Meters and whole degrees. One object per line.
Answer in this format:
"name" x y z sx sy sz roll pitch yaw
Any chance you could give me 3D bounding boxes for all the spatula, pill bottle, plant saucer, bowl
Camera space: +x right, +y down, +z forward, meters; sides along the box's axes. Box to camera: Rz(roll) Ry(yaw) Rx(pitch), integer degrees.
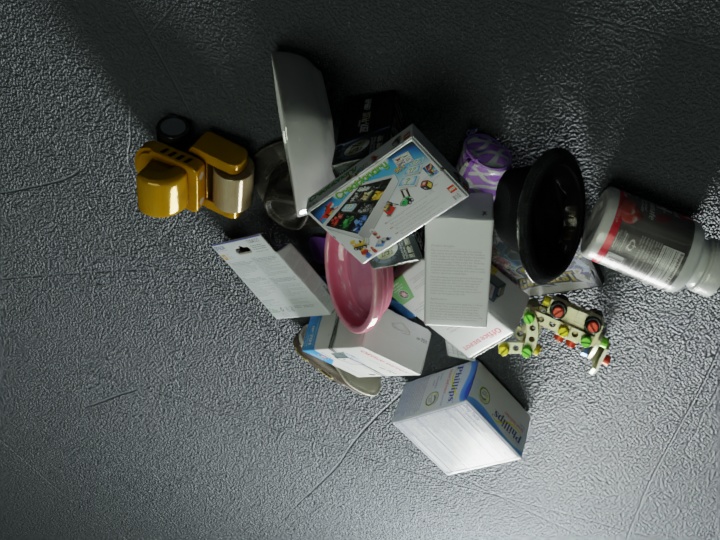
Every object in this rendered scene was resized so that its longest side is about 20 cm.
"spatula" -0.004 -0.039 1.660 0.196 0.021 0.057 -4 121 24
"pill bottle" 0.433 -0.036 1.390 0.197 0.112 0.112 22 139 2
"plant saucer" 0.000 0.000 1.571 0.050 0.203 0.202 -7 147 -25
"bowl" -0.081 -0.205 1.412 0.073 0.202 0.202 -8 135 -5

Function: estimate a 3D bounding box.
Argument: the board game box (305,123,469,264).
"board game box" 0.037 -0.102 1.320 0.198 0.035 0.126 -32 122 29

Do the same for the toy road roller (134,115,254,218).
"toy road roller" -0.286 -0.147 1.576 0.197 0.147 0.124 23 140 11

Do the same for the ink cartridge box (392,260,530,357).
"ink cartridge box" 0.160 0.039 1.587 0.199 0.088 0.145 39 146 -8

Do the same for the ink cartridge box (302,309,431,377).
"ink cartridge box" 0.009 0.129 1.721 0.145 0.087 0.199 27 161 -29

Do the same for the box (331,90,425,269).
"box" 0.035 -0.135 1.426 0.084 0.166 0.202 -10 131 16

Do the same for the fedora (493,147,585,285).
"fedora" 0.250 -0.083 1.382 0.091 0.201 0.202 15 143 39

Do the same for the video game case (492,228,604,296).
"video game case" 0.272 -0.031 1.537 0.197 0.026 0.182 -9 129 32

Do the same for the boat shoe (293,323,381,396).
"boat shoe" -0.047 0.184 1.880 0.199 0.072 0.059 37 144 -9

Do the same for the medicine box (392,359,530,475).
"medicine box" 0.197 0.290 1.848 0.198 0.104 0.182 -24 121 40

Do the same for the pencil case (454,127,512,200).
"pencil case" 0.160 -0.111 1.442 0.084 0.085 0.202 42 135 22

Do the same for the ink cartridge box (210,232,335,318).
"ink cartridge box" -0.155 0.003 1.718 0.201 0.043 0.195 51 151 -21

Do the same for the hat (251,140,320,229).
"hat" -0.106 -0.123 1.576 0.197 0.082 0.203 13 137 13

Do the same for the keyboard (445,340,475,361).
"keyboard" 0.174 0.092 1.723 0.055 0.011 0.202 6 135 20

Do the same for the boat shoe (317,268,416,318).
"boat shoe" 0.019 0.031 1.691 0.196 0.069 0.085 18 149 11

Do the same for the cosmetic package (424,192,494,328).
"cosmetic package" 0.146 -0.014 1.424 0.099 0.072 0.203 3 128 6

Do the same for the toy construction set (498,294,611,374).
"toy construction set" 0.341 0.112 1.603 0.196 0.093 0.133 17 115 -4
